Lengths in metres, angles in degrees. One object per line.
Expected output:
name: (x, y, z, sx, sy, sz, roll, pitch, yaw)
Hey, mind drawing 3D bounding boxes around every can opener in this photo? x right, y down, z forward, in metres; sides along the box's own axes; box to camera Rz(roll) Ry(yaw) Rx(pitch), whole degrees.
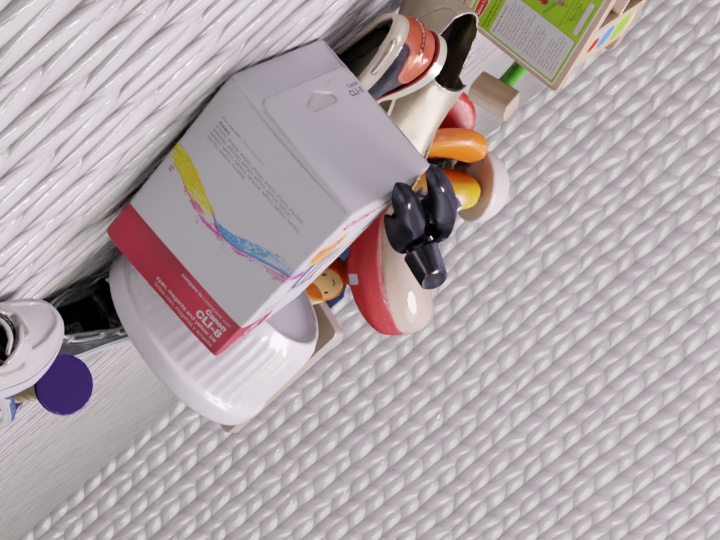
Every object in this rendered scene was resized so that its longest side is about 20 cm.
can opener: (0.055, -0.044, 1.031, 0.063, 0.079, 0.200, -34, 166, -7)

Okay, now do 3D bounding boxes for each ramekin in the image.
ramekin: (-0.129, 0.034, 1.221, 0.105, 0.200, 0.200, -37, 178, 17)

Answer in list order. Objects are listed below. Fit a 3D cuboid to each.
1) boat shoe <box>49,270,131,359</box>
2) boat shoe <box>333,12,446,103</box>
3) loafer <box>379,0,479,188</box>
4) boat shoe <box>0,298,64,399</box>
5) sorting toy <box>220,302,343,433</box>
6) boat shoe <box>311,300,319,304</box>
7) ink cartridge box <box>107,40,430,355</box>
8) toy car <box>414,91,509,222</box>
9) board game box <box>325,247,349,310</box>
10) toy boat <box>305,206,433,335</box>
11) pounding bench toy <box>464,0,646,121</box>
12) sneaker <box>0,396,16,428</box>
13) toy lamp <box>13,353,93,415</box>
boat shoe: (-0.235, 0.031, 1.235, 0.068, 0.072, 0.200, -40, 170, 38)
boat shoe: (-0.017, -0.160, 1.126, 0.200, 0.071, 0.062, -26, 149, 38)
loafer: (0.050, -0.156, 1.153, 0.075, 0.068, 0.201, 12, 95, -45)
boat shoe: (-0.285, 0.056, 0.990, 0.066, 0.072, 0.200, -45, 171, 28)
sorting toy: (-0.151, 0.058, 1.565, 0.200, 0.199, 0.069, -43, 154, 22)
boat shoe: (-0.107, 0.029, 1.439, 0.065, 0.072, 0.200, -9, 170, -44)
ink cartridge box: (-0.075, -0.061, 1.066, 0.200, 0.145, 0.145, -44, 175, 36)
toy car: (0.065, -0.140, 1.449, 0.174, 0.151, 0.200, 2, -166, -31)
board game box: (-0.031, -0.027, 1.576, 0.039, 0.159, 0.200, 0, 162, -21)
toy boat: (0.000, 0.000, 1.295, 0.130, 0.131, 0.200, -8, -176, -1)
pounding bench toy: (0.191, -0.256, 1.285, 0.156, 0.124, 0.200, -37, 161, -47)
sneaker: (-0.351, 0.127, 1.092, 0.088, 0.075, 0.200, -37, 176, -32)
toy lamp: (-0.303, 0.105, 1.154, 0.058, 0.058, 0.200, -37, -165, -36)
